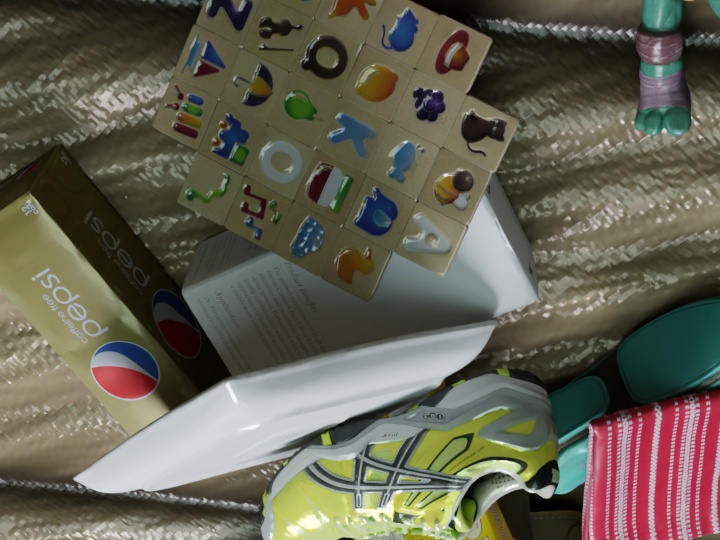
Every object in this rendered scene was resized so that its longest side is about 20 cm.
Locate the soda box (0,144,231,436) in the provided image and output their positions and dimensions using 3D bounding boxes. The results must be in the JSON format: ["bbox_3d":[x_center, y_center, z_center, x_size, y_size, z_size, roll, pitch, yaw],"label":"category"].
[{"bbox_3d":[-0.162,0.023,0.910,0.064,0.068,0.200,-29,113,21],"label":"soda box"}]

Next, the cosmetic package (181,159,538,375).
[{"bbox_3d":[0.000,0.000,0.878,0.199,0.074,0.102,-22,115,15],"label":"cosmetic package"}]

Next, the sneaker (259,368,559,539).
[{"bbox_3d":[0.026,0.130,0.853,0.199,0.077,0.075,-28,146,17],"label":"sneaker"}]

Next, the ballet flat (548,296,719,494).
[{"bbox_3d":[0.179,0.084,0.919,0.200,0.068,0.070,-33,135,22],"label":"ballet flat"}]

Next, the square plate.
[{"bbox_3d":[-0.043,0.087,0.844,0.198,0.199,0.029,-35,71,48],"label":"square plate"}]

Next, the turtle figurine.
[{"bbox_3d":[0.168,-0.165,0.747,0.149,0.101,0.200,5,141,36],"label":"turtle figurine"}]

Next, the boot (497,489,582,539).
[{"bbox_3d":[0.087,0.216,0.999,0.154,0.074,0.200,-27,127,34],"label":"boot"}]

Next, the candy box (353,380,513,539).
[{"bbox_3d":[0.041,0.162,0.904,0.026,0.201,0.102,19,128,-44],"label":"candy box"}]

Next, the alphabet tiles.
[{"bbox_3d":[-0.018,-0.085,0.818,0.199,0.006,0.167,27,103,11],"label":"alphabet tiles"}]

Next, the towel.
[{"bbox_3d":[0.241,0.124,0.905,0.199,0.023,0.145,-11,134,-5],"label":"towel"}]
